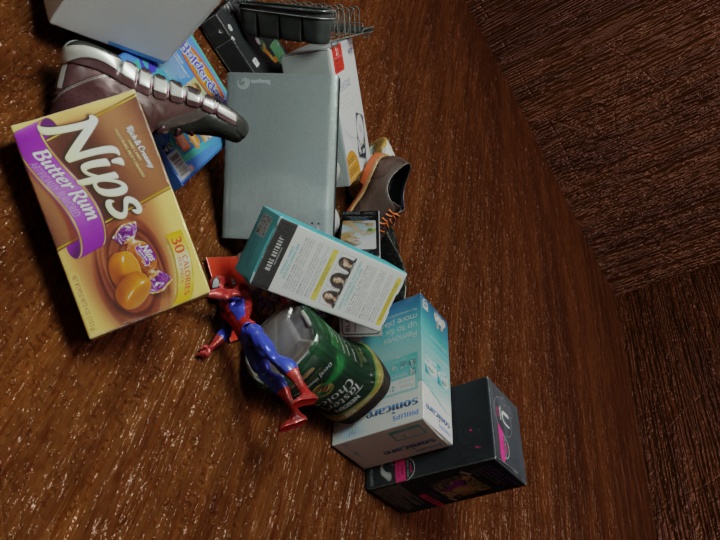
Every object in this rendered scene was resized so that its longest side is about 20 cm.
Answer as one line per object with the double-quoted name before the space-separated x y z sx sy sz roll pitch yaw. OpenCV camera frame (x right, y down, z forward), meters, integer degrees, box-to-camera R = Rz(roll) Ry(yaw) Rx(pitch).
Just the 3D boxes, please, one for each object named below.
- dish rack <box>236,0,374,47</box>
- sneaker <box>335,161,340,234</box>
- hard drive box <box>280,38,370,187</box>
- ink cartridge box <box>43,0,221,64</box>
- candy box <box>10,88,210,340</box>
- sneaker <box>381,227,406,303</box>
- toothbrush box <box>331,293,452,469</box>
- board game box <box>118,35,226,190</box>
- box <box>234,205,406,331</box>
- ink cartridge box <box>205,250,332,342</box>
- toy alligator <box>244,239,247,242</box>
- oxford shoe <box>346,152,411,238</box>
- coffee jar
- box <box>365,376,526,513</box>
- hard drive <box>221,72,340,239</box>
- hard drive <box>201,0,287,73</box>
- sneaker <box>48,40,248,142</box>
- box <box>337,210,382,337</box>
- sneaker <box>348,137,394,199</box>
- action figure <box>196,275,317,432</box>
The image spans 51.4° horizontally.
"dish rack" -0.072 -0.373 1.114 0.200 0.151 0.055 -38 138 -56
"sneaker" -0.074 -0.083 1.027 0.081 0.070 0.201 -57 165 -26
"hard drive box" -0.049 -0.245 1.160 0.156 0.076 0.203 -61 144 -63
"ink cartridge box" -0.251 -0.362 0.798 0.146 0.145 0.202 8 54 -51
"candy box" -0.227 -0.051 0.691 0.056 0.115 0.203 160 -90 -74
"sneaker" 0.046 -0.018 1.261 0.087 0.075 0.203 22 51 -63
"toothbrush box" 0.044 0.154 1.041 0.085 0.145 0.202 44 36 -39
"board game box" -0.225 -0.196 0.890 0.153 0.045 0.201 58 28 -19
"box" -0.043 0.002 0.882 0.198 0.083 0.049 24 5 -37
"ink cartridge box" -0.106 0.021 0.953 0.199 0.050 0.111 -8 79 -64
"toy alligator" -0.116 -0.114 1.030 0.059 0.054 0.202 50 31 -33
"oxford shoe" 0.025 -0.087 1.186 0.071 0.072 0.203 16 90 -49
"coffee jar" -0.046 0.121 0.924 0.200 0.104 0.086 37 14 -51
"box" 0.116 0.248 1.047 0.106 0.198 0.124 44 34 -41
"hard drive" -0.097 -0.138 0.918 0.033 0.137 0.204 -22 114 -85
"hard drive" -0.151 -0.313 1.132 0.201 0.037 0.141 55 29 -26
"sneaker" -0.223 -0.143 0.771 0.198 0.076 0.117 21 89 -17
"box" 0.000 0.000 1.062 0.200 0.059 0.118 -86 175 -69
"sneaker" 0.037 -0.165 1.347 0.088 0.075 0.201 57 29 -22
"action figure" -0.136 0.081 0.805 0.098 0.066 0.201 -7 49 -37
